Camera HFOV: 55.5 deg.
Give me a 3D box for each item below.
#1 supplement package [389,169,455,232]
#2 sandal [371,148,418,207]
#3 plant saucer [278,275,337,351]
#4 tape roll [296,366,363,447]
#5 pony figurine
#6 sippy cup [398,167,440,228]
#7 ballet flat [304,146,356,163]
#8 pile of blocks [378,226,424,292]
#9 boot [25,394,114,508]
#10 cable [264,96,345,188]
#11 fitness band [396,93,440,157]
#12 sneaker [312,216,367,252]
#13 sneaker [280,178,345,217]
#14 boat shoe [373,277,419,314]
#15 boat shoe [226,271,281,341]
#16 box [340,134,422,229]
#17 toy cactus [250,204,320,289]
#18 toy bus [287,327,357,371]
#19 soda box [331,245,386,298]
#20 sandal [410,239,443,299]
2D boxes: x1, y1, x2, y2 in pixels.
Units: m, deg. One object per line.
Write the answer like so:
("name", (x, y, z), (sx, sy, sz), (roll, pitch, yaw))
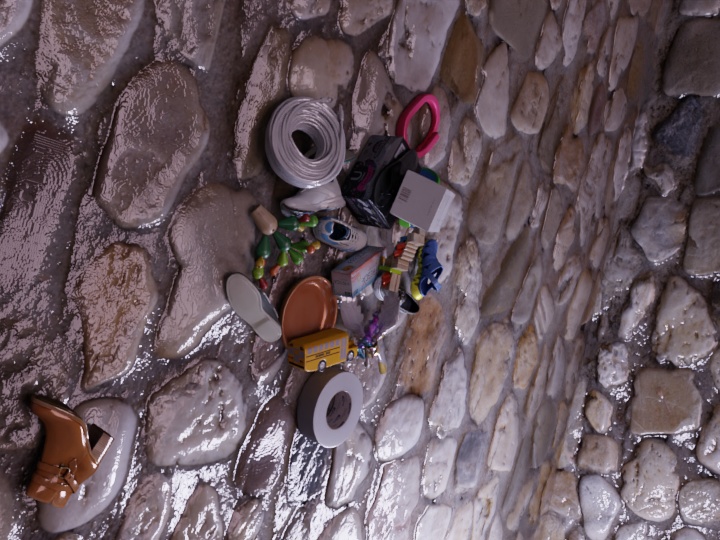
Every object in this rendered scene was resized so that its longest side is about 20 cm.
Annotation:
("supplement package", (0.159, -0.169, 1.713), (0.116, 0.108, 0.200), (-65, 168, 8))
("sandal", (0.093, -0.234, 1.695), (0.201, 0.047, 0.076), (-51, 134, -30))
("plant saucer", (-0.134, 0.111, 1.700), (0.198, 0.037, 0.206), (-20, 116, -47))
("tape roll", (-0.079, 0.359, 1.814), (0.198, 0.065, 0.206), (-17, 112, -48))
("pony figurine", (0.032, 0.165, 1.828), (0.201, 0.161, 0.198), (77, 9, -65))
("sippy cup", (0.158, -0.196, 1.913), (0.175, 0.140, 0.133), (-25, 133, -17))
("ballet flat", (-0.081, -0.271, 1.637), (0.198, 0.066, 0.065), (-33, 117, -42))
("pile of blocks", (0.093, -0.037, 1.785), (0.061, 0.082, 0.203), (15, 110, -45))
("boot", (-0.548, 0.327, 1.221), (0.156, 0.073, 0.201), (-55, 134, -20))
("cable", (-0.123, -0.287, 1.533), (0.196, 0.069, 0.206), (-3, 84, -33))
("fitness band", (0.169, -0.406, 1.932), (0.201, 0.037, 0.146), (-51, 135, -31))
("sneaker", (-0.040, -0.087, 1.734), (0.198, 0.071, 0.074), (14, 88, -53))
("sneaker", (-0.120, -0.177, 1.627), (0.198, 0.073, 0.090), (-19, 98, -50))
("boat shoe", (0.108, 0.073, 1.972), (0.199, 0.056, 0.070), (36, 73, -50))
("boat shoe", (-0.242, 0.074, 1.554), (0.202, 0.071, 0.062), (59, 13, -33))
("box", (0.051, -0.232, 1.773), (0.132, 0.113, 0.203), (49, 62, -44))
("toy cactus", (-0.187, -0.071, 1.535), (0.199, 0.102, 0.166), (-40, 111, 0))
("toy bus", (-0.090, 0.196, 1.699), (0.197, 0.064, 0.081), (-12, 108, -49))
("soda box", (0.000, 0.000, 1.786), (0.199, 0.062, 0.070), (-36, 126, -53))
("sandal", (0.210, -0.005, 2.035), (0.080, 0.085, 0.204), (46, 46, -44))
